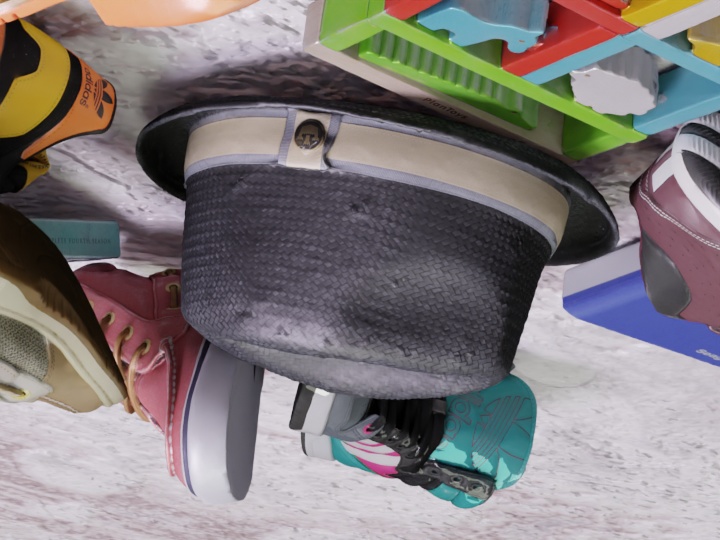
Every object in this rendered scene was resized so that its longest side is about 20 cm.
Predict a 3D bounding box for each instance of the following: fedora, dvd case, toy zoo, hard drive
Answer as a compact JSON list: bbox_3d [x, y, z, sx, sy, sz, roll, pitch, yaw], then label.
[{"bbox_3d":[0.000,0.000,0.839,0.200,0.092,0.201,12,166,3],"label":"fedora"},{"bbox_3d":[-0.233,-0.009,0.957,0.200,0.022,0.146,-5,178,27],"label":"dvd case"},{"bbox_3d":[0.091,-0.088,0.707,0.131,0.020,0.200,21,156,-32],"label":"toy zoo"},{"bbox_3d":[0.202,0.003,0.909,0.132,0.025,0.200,18,157,-28],"label":"hard drive"}]

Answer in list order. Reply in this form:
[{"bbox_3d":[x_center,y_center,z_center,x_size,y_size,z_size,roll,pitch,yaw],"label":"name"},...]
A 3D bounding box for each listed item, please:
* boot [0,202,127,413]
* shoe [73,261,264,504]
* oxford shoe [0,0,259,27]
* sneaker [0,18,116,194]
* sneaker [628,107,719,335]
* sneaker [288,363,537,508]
[{"bbox_3d":[-0.186,0.040,0.809,0.155,0.072,0.200,-33,157,2],"label":"boot"},{"bbox_3d":[-0.092,0.047,0.937,0.091,0.072,0.200,0,-160,1],"label":"shoe"},{"bbox_3d":[-0.106,-0.120,0.654,0.200,0.071,0.073,1,127,35],"label":"oxford shoe"},{"bbox_3d":[-0.176,-0.048,0.832,0.090,0.070,0.200,24,152,-31],"label":"sneaker"},{"bbox_3d":[0.184,0.019,0.817,0.200,0.076,0.116,47,157,-2],"label":"sneaker"},{"bbox_3d":[0.030,0.070,1.058,0.121,0.084,0.200,11,168,5],"label":"sneaker"}]
